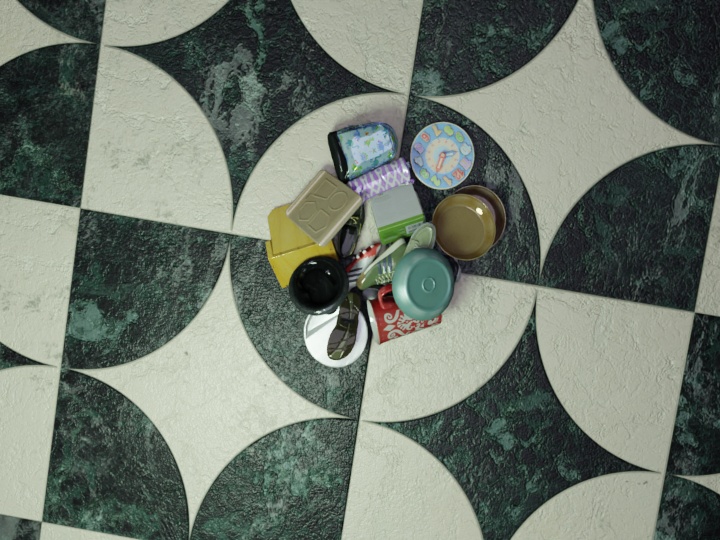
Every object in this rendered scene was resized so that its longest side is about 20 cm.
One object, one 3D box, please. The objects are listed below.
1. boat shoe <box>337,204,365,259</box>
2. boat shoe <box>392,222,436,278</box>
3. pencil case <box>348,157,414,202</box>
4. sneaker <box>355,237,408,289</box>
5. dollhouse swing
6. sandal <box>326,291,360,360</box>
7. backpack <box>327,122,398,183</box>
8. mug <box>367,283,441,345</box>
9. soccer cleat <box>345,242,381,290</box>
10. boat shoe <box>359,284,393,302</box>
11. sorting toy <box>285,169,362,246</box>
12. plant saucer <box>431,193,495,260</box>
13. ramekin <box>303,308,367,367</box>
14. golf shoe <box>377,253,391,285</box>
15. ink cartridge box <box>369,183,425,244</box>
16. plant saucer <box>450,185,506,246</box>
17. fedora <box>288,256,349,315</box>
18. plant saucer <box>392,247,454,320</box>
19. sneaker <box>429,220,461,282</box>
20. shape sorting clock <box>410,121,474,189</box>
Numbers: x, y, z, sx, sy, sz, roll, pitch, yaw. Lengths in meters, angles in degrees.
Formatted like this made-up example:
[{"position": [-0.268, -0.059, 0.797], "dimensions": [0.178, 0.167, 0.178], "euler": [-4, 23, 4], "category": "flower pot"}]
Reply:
[{"position": [-0.027, -0.135, 1.696], "dimensions": [0.070, 0.061, 0.207], "euler": [11, 93, 1], "category": "boat shoe"}, {"position": [0.158, -0.045, 1.575], "dimensions": [0.071, 0.062, 0.203], "euler": [28, 86, 2], "category": "boat shoe"}, {"position": [0.060, -0.262, 1.644], "dimensions": [0.196, 0.084, 0.087], "euler": [-23, 88, 5], "category": "pencil case"}, {"position": [0.083, 0.001, 1.631], "dimensions": [0.200, 0.067, 0.090], "euler": [-43, 71, -5], "category": "sneaker"}, {"position": [-0.181, -0.086, 1.717], "dimensions": [0.195, 0.178, 0.184], "euler": [-17, 134, 2], "category": "dollhouse swing"}, {"position": [-0.048, 0.164, 1.625], "dimensions": [0.080, 0.055, 0.205], "euler": [12, 79, -5], "category": "sandal"}, {"position": [0.016, -0.364, 1.654], "dimensions": [0.195, 0.154, 0.167], "euler": [-15, 93, -13], "category": "backpack"}, {"position": [0.129, 0.119, 1.593], "dimensions": [0.195, 0.178, 0.136], "euler": [-13, 69, -7], "category": "mug"}, {"position": [0.000, 0.000, 1.690], "dimensions": [0.200, 0.069, 0.085], "euler": [-45, 104, -6], "category": "soccer cleat"}, {"position": [0.090, 0.098, 1.705], "dimensions": [0.198, 0.063, 0.075], "euler": [25, 96, 2], "category": "boat shoe"}, {"position": [-0.107, -0.184, 1.630], "dimensions": [0.186, 0.036, 0.199], "euler": [-48, 54, -2], "category": "sorting toy"}, {"position": [0.302, -0.125, 1.643], "dimensions": [0.195, 0.035, 0.206], "euler": [2, 76, -8], "category": "plant saucer"}, {"position": [-0.073, 0.185, 1.696], "dimensions": [0.197, 0.094, 0.208], "euler": [0, 93, 1], "category": "ramekin"}, {"position": [0.131, 0.013, 1.691], "dimensions": [0.195, 0.078, 0.097], "euler": [19, 93, 0], "category": "golf shoe"}, {"position": [0.105, -0.201, 1.690], "dimensions": [0.144, 0.076, 0.204], "euler": [-17, 59, 3], "category": "ink cartridge box"}, {"position": [0.345, -0.156, 1.697], "dimensions": [0.195, 0.037, 0.206], "euler": [0, 92, 2], "category": "plant saucer"}, {"position": [-0.113, 0.059, 1.614], "dimensions": [0.195, 0.092, 0.205], "euler": [-7, 56, 10], "category": "fedora"}, {"position": [0.183, 0.039, 1.535], "dimensions": [0.195, 0.036, 0.206], "euler": [-1, 92, -20], "category": "plant saucer"}, {"position": [0.228, -0.044, 1.664], "dimensions": [0.112, 0.075, 0.204], "euler": [-24, 96, -34], "category": "sneaker"}, {"position": [0.249, -0.350, 1.689], "dimensions": [0.194, 0.039, 0.206], "euler": [0, 93, 1], "category": "shape sorting clock"}]
